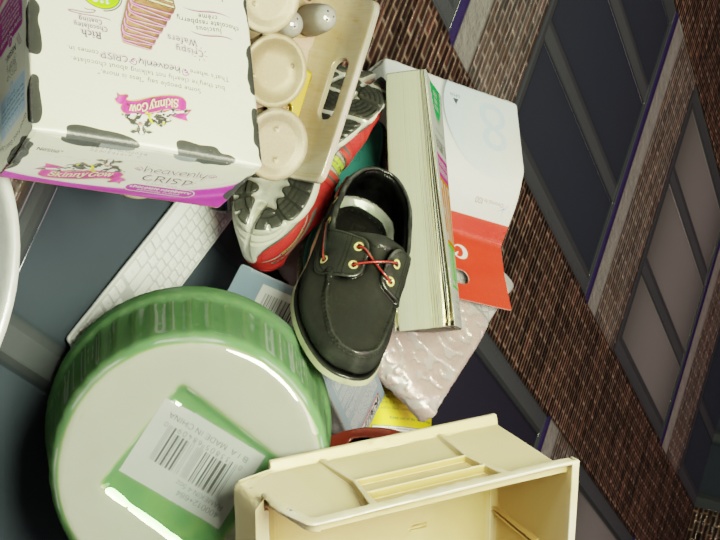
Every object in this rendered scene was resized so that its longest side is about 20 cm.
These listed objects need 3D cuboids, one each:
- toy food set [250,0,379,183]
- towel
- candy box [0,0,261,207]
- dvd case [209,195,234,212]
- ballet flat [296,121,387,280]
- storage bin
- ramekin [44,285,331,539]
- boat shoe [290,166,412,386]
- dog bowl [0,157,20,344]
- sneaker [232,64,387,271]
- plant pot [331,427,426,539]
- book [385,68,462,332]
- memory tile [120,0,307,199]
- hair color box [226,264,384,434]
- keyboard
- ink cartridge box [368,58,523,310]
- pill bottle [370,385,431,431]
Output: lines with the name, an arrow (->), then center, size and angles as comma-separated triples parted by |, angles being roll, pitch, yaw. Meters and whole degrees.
toy food set -> -0.084, -0.161, 0.929 | 0.199, 0.060, 0.145 | 23, 80, -34
towel -> 0.032, 0.003, 1.186 | 0.200, 0.032, 0.191 | 46, 47, -6
candy box -> -0.135, -0.145, 0.762 | 0.135, 0.061, 0.202 | 8, 64, -32
dvd case -> -0.077, -0.164, 1.042 | 0.150, 0.024, 0.202 | -36, 129, -53
ballet flat -> -0.011, -0.035, 1.104 | 0.076, 0.067, 0.202 | 102, -2, -56
storage bin -> 0.027, 0.213, 0.846 | 0.196, 0.094, 0.203 | -8, 109, -25
ramekin -> -0.112, 0.118, 0.885 | 0.098, 0.197, 0.203 | -127, -137, -77
boat shoe -> -0.003, -0.001, 0.959 | 0.063, 0.073, 0.202 | -57, -165, 35
dog bowl -> -0.270, 0.000, 0.684 | 0.200, 0.078, 0.203 | -33, 129, -54
sneaker -> -0.044, -0.083, 1.050 | 0.201, 0.076, 0.085 | -56, 163, -33
plant pot -> 0.023, 0.235, 1.010 | 0.202, 0.199, 0.196 | -58, 136, -33
book -> 0.053, -0.051, 1.104 | 0.134, 0.047, 0.203 | 16, 69, -79
memory tile -> -0.105, -0.152, 0.879 | 0.152, 0.017, 0.203 | -11, 107, -28
hair color box -> -0.046, 0.075, 1.070 | 0.061, 0.098, 0.200 | -62, 163, -18
keyboard -> -0.149, -0.002, 0.991 | 0.201, 0.011, 0.057 | -57, 146, -35
ink cartridge box -> 0.079, -0.077, 1.206 | 0.159, 0.047, 0.202 | 14, 59, -34
pill bottle -> 0.015, 0.101, 1.225 | 0.104, 0.103, 0.203 | 26, 65, -62
